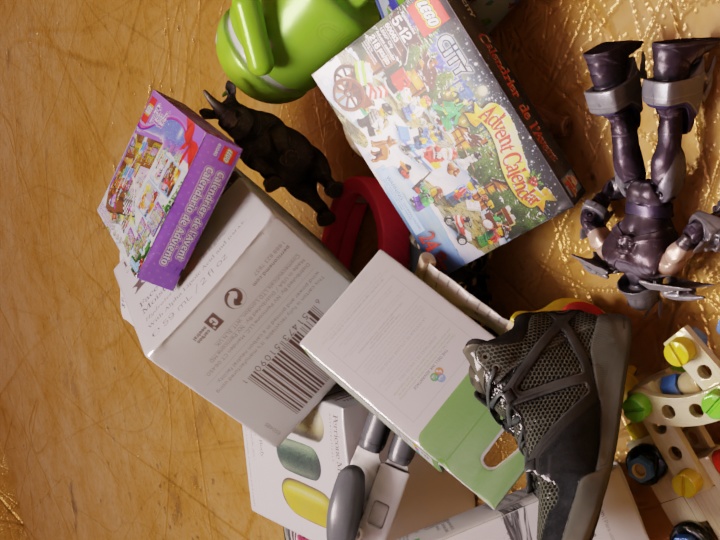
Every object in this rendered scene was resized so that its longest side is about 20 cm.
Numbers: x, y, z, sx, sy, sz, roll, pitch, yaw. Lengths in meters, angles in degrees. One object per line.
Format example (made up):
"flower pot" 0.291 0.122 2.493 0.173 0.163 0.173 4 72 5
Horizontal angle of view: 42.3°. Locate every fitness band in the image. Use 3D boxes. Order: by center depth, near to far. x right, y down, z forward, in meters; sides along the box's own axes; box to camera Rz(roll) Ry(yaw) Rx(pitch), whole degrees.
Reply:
"fitness band" 0.000 0.000 0.962 0.144 0.037 0.201 -121 37 -46

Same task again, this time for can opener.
"can opener" 0.021 0.145 0.789 0.053 0.067 0.201 20 95 16

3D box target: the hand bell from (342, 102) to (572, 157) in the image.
"hand bell" 0.091 -0.135 0.802 0.199 0.104 0.105 15 112 38

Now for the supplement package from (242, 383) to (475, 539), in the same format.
"supplement package" -0.008 0.177 0.949 0.200 0.150 0.153 4 102 54

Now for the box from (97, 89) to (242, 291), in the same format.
"box" -0.182 -0.080 0.856 0.137 0.039 0.200 -63 31 8

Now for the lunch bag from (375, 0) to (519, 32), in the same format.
"lunch bag" 0.061 -0.289 0.784 0.161 0.082 0.201 -38 67 55

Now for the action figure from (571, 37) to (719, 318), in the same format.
"action figure" 0.206 -0.060 0.657 0.130 0.069 0.201 14 114 45

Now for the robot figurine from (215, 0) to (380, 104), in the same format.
"robot figurine" -0.061 -0.244 0.912 0.116 0.176 0.200 47 123 -9

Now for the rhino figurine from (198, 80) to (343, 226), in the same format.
"rhino figurine" -0.091 -0.122 0.921 0.060 0.200 0.088 -41 49 12

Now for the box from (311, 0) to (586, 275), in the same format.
"box" 0.068 -0.110 0.742 0.136 0.038 0.201 -30 95 36

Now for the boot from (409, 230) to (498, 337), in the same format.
"boot" 0.104 0.034 0.821 0.203 0.073 0.155 21 113 49

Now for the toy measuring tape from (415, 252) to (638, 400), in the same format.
"toy measuring tape" 0.139 0.037 0.747 0.200 0.073 0.074 36 130 18

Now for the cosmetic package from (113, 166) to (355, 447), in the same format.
"cosmetic package" -0.108 0.022 0.883 0.165 0.165 0.200 -48 32 1

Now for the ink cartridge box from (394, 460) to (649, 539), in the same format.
"ink cartridge box" 0.111 0.223 0.716 0.146 0.199 0.084 75 173 -78

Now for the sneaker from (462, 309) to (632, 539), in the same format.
"sneaker" 0.119 0.113 0.640 0.076 0.114 0.200 76 -154 -59

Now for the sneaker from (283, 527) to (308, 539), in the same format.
"sneaker" -0.047 0.321 1.103 0.200 0.073 0.088 -137 38 -62

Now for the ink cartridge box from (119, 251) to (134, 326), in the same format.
"ink cartridge box" -0.161 0.017 1.078 0.146 0.199 0.084 23 118 50

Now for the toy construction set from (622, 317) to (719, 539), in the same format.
"toy construction set" 0.251 0.135 0.632 0.131 0.092 0.201 -37 63 44

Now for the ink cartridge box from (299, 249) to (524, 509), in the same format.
"ink cartridge box" 0.060 0.087 0.738 0.200 0.104 0.059 38 170 20
